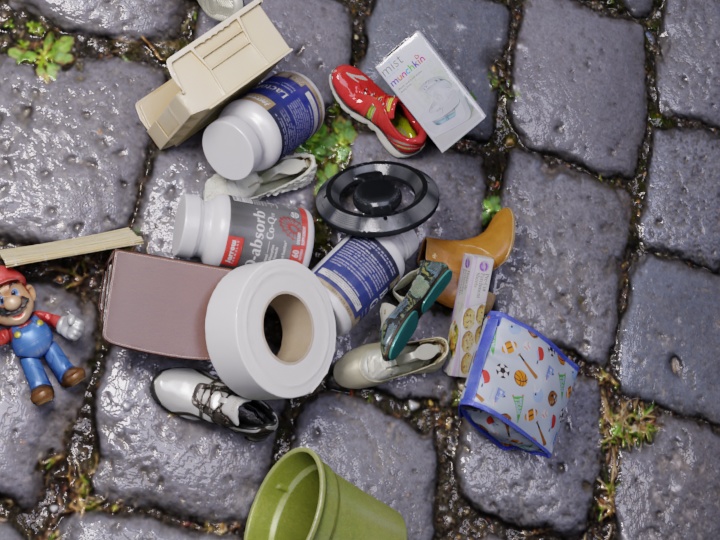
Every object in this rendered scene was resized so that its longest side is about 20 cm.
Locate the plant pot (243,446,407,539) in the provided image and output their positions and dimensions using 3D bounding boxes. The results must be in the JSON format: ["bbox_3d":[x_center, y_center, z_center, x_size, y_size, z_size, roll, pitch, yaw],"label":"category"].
[{"bbox_3d":[-0.040,0.382,1.584,0.183,0.200,0.202,27,68,-27],"label":"plant pot"}]

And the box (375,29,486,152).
[{"bbox_3d":[0.121,-0.298,1.793,0.097,0.200,0.177,-39,95,12],"label":"box"}]

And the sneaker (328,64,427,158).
[{"bbox_3d":[0.037,-0.278,1.824,0.200,0.085,0.077,41,65,-8],"label":"sneaker"}]

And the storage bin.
[{"bbox_3d":[-0.229,-0.290,1.654,0.198,0.200,0.094,-40,98,-26],"label":"storage bin"}]

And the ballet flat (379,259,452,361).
[{"bbox_3d":[0.070,0.059,1.722,0.074,0.074,0.200,44,57,-7],"label":"ballet flat"}]

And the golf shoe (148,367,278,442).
[{"bbox_3d":[-0.209,0.189,1.602,0.199,0.094,0.078,21,72,-15],"label":"golf shoe"}]

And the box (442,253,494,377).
[{"bbox_3d":[0.175,0.074,1.778,0.041,0.039,0.202,8,97,-21],"label":"box"}]

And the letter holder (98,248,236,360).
[{"bbox_3d":[-0.279,0.062,1.602,0.199,0.100,0.143,10,75,-20],"label":"letter holder"}]

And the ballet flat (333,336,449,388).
[{"bbox_3d":[0.054,0.142,1.736,0.199,0.069,0.070,-11,81,-24],"label":"ballet flat"}]

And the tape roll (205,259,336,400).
[{"bbox_3d":[-0.127,0.087,1.582,0.202,0.070,0.204,12,74,-47],"label":"tape roll"}]

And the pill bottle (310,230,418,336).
[{"bbox_3d":[0.000,0.000,1.725,0.111,0.111,0.200,48,65,-5],"label":"pill bottle"}]

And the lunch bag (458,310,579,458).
[{"bbox_3d":[0.238,0.180,1.748,0.200,0.123,0.171,39,62,-41],"label":"lunch bag"}]

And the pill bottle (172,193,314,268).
[{"bbox_3d":[-0.179,-0.052,1.662,0.199,0.116,0.117,9,74,-20],"label":"pill bottle"}]

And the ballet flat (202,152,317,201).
[{"bbox_3d":[-0.156,-0.149,1.723,0.199,0.072,0.072,-21,85,-25],"label":"ballet flat"}]

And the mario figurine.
[{"bbox_3d":[-0.465,0.084,1.512,0.201,0.106,0.123,60,30,-7],"label":"mario figurine"}]

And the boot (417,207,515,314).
[{"bbox_3d":[0.173,-0.035,1.828,0.143,0.071,0.202,21,74,-16],"label":"boot"}]

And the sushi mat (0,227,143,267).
[{"bbox_3d":[-0.417,-0.035,1.575,0.199,0.096,0.012,-12,105,-24],"label":"sushi mat"}]

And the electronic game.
[{"bbox_3d":[0.027,-0.115,1.743,0.199,0.200,0.042,-25,132,-25],"label":"electronic game"}]

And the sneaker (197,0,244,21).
[{"bbox_3d":[-0.223,-0.451,1.722,0.084,0.075,0.200,-17,41,-34],"label":"sneaker"}]

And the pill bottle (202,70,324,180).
[{"bbox_3d":[-0.149,-0.222,1.683,0.116,0.116,0.200,49,42,-4],"label":"pill bottle"}]
